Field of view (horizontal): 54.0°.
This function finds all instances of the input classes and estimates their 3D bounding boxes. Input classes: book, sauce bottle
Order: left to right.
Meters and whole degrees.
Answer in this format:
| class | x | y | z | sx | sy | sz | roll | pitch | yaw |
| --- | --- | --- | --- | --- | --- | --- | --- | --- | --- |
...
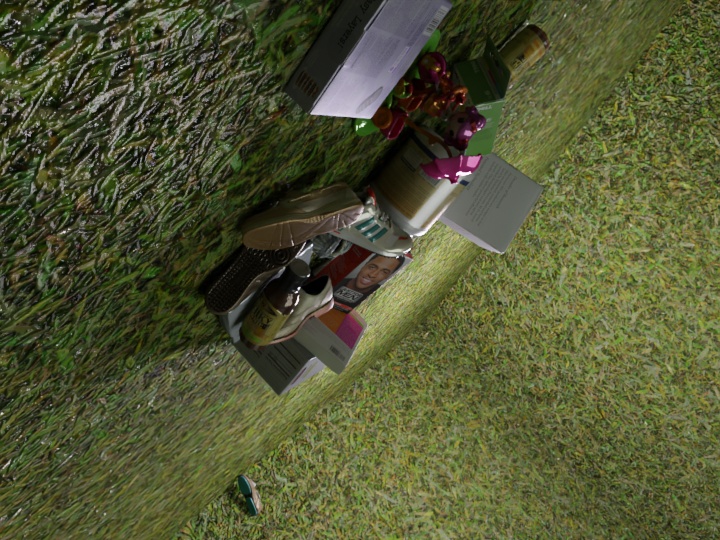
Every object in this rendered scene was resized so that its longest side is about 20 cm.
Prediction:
| class | x | y | z | sx | sy | sz | roll | pitch | yaw |
| --- | --- | --- | --- | --- | --- | --- | --- | --- | --- |
| sauce bottle | -0.146 | 0.057 | 1.209 | 0.065 | 0.065 | 0.200 | -30 | 160 | -51 |
| book | -0.060 | 0.119 | 1.469 | 0.048 | 0.133 | 0.200 | -48 | -177 | 24 |
| sauce bottle | 0.274 | -0.386 | 1.362 | 0.200 | 0.066 | 0.066 | -44 | 168 | 1 |

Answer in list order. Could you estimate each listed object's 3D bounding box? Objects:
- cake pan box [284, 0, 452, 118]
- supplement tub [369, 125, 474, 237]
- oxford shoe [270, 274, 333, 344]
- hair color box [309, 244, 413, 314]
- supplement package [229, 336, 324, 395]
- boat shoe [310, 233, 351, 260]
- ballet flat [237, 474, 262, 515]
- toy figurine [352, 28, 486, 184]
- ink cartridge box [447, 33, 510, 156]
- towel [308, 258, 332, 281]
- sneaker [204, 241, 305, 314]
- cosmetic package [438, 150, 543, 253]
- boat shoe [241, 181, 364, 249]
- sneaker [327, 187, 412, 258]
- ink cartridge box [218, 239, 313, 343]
| class | x | y | z | sx | sy | sz | roll | pitch | yaw |
| --- | --- | --- | --- | --- | --- | --- | --- | --- | --- |
| cake pan box | 0.017 | -0.280 | 0.873 | 0.200 | 0.052 | 0.184 | -51 | 169 | 25 |
| supplement tub | 0.105 | -0.158 | 1.351 | 0.200 | 0.144 | 0.144 | -49 | 168 | 17 |
| oxford shoe | -0.132 | 0.070 | 1.349 | 0.200 | 0.071 | 0.074 | -36 | 142 | -38 |
| hair color box | 0.000 | 0.000 | 1.455 | 0.101 | 0.062 | 0.200 | 23 | 126 | -42 |
| supplement package | -0.144 | 0.146 | 1.488 | 0.111 | 0.156 | 0.200 | -49 | 168 | 23 |
| boat shoe | -0.057 | -0.050 | 1.347 | 0.074 | 0.065 | 0.202 | -45 | 171 | 2 |
| ballet flat | -0.477 | 0.964 | 3.068 | 0.070 | 0.202 | 0.065 | -9 | -167 | 30 |
| toy figurine | 0.118 | -0.227 | 1.067 | 0.200 | 0.184 | 0.150 | -51 | 167 | 25 |
| ink cartridge box | 0.202 | -0.300 | 1.243 | 0.059 | 0.104 | 0.200 | -13 | 152 | -7 |
| towel | -0.065 | 0.010 | 1.604 | 0.132 | 0.034 | 0.200 | -42 | 166 | -21 |
| sneaker | -0.173 | -0.009 | 1.139 | 0.200 | 0.071 | 0.076 | -40 | -173 | -9 |
| cosmetic package | 0.243 | -0.162 | 1.508 | 0.166 | 0.199 | 0.165 | -59 | -169 | 3 |
| boat shoe | -0.095 | -0.089 | 1.084 | 0.199 | 0.069 | 0.074 | -16 | 152 | -24 |
| sneaker | 0.020 | -0.092 | 1.252 | 0.094 | 0.199 | 0.071 | -58 | -155 | 29 |
| ink cartridge box | -0.174 | 0.034 | 1.291 | 0.199 | 0.041 | 0.200 | -41 | 168 | -20 |
